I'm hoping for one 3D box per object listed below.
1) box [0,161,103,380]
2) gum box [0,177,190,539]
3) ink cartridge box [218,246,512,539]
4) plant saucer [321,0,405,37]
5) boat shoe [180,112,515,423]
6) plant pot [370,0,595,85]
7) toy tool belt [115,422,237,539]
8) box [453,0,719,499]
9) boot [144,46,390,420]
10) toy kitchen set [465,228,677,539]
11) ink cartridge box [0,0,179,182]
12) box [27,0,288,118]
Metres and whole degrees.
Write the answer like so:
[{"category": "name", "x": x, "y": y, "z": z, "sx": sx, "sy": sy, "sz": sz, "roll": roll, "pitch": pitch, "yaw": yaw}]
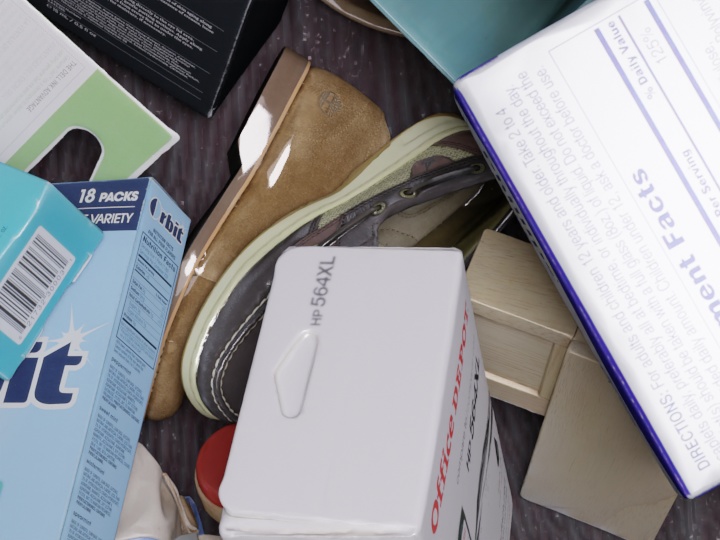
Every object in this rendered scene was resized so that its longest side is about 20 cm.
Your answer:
[{"category": "box", "x": -0.220, "y": -0.024, "z": 0.827, "sx": 0.200, "sy": 0.049, "sz": 0.082, "roll": 21, "pitch": 72, "yaw": 34}, {"category": "gum box", "x": -0.181, "y": 0.056, "z": 0.819, "sx": 0.170, "sy": 0.045, "sz": 0.200, "roll": -2, "pitch": 60, "yaw": 25}, {"category": "ink cartridge box", "x": 0.011, "y": 0.106, "z": 0.777, "sx": 0.084, "sy": 0.200, "sz": 0.146, "roll": 1, "pitch": 51, "yaw": 13}, {"category": "plant saucer", "x": 0.041, "y": -0.214, "z": 0.887, "sx": 0.200, "sy": 0.029, "sz": 0.200, "roll": 0, "pitch": 91, "yaw": 1}, {"category": "boat shoe", "x": 0.000, "y": 0.000, "z": 0.842, "sx": 0.200, "sy": 0.065, "sz": 0.073, "roll": -45, "pitch": 129, "yaw": -16}, {"category": "plant pot", "x": 0.088, "y": -0.204, "z": 0.755, "sx": 0.141, "sy": 0.141, "sz": 0.200, "roll": 45, "pitch": 60, "yaw": -2}, {"category": "toy tool belt", "x": -0.123, "y": 0.141, "z": 0.871, "sx": 0.200, "sy": 0.123, "sz": 0.125, "roll": -14, "pitch": 52, "yaw": -2}, {"category": "box", "x": 0.167, "y": -0.038, "z": 0.699, "sx": 0.200, "sy": 0.105, "sz": 0.184, "roll": -29, "pitch": 85, "yaw": 4}, {"category": "boot", "x": -0.051, "y": -0.006, "z": 0.878, "sx": 0.075, "sy": 0.074, "sz": 0.200, "roll": 28, "pitch": 90, "yaw": -9}, {"category": "toy kitchen set", "x": 0.160, "y": 0.022, "z": 0.867, "sx": 0.200, "sy": 0.163, "sz": 0.181, "roll": 20, "pitch": 60, "yaw": 8}, {"category": "ink cartridge box", "x": -0.189, "y": -0.110, "z": 0.846, "sx": 0.200, "sy": 0.145, "sz": 0.048, "roll": 39, "pitch": 48, "yaw": -15}, {"category": "box", "x": -0.124, "y": -0.181, "z": 0.829, "sx": 0.200, "sy": 0.141, "sz": 0.079, "roll": 33, "pitch": 65, "yaw": 0}]
